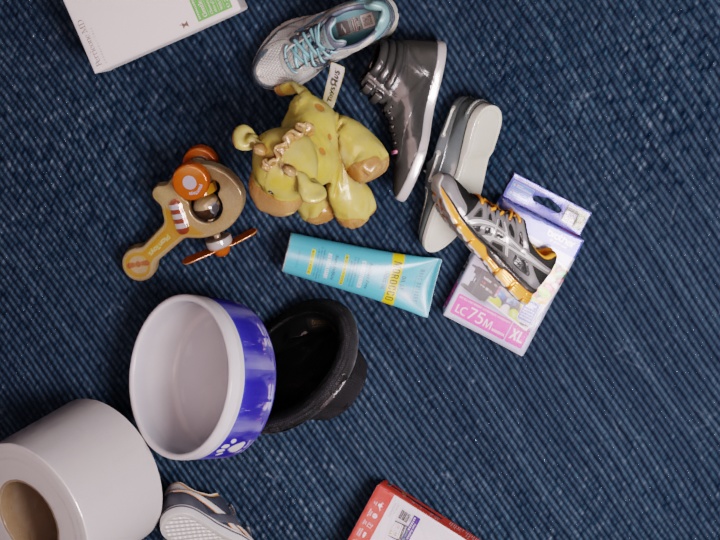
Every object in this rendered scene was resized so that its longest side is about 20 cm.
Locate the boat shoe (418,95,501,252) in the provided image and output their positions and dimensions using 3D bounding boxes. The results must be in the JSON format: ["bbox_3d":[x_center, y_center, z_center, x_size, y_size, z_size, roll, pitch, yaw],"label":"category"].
[{"bbox_3d":[0.114,-0.122,1.635,0.062,0.072,0.202,36,113,40],"label":"boat shoe"}]

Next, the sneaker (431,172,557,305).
[{"bbox_3d":[0.160,-0.051,1.587,0.077,0.078,0.200,-42,111,4],"label":"sneaker"}]

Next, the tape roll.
[{"bbox_3d":[-0.367,0.281,1.641,0.200,0.139,0.206,14,115,31],"label":"tape roll"}]

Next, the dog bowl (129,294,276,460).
[{"bbox_3d":[-0.198,0.133,1.622,0.198,0.078,0.204,-7,80,43],"label":"dog bowl"}]

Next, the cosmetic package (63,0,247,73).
[{"bbox_3d":[-0.249,-0.329,1.594,0.198,0.085,0.109,-24,101,6],"label":"cosmetic package"}]

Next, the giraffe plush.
[{"bbox_3d":[-0.070,-0.126,1.547,0.170,0.162,0.203,11,120,22],"label":"giraffe plush"}]

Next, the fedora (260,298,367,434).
[{"bbox_3d":[-0.062,0.135,1.650,0.201,0.201,0.091,-45,129,10],"label":"fedora"}]

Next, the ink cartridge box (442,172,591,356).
[{"bbox_3d":[0.199,-0.007,1.653,0.118,0.042,0.202,27,99,-2],"label":"ink cartridge box"}]

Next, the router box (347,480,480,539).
[{"bbox_3d":[0.055,0.407,1.700,0.178,0.049,0.202,29,94,12],"label":"router box"}]

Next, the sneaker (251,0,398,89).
[{"bbox_3d":[-0.049,-0.284,1.590,0.198,0.086,0.078,-28,97,7],"label":"sneaker"}]

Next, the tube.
[{"bbox_3d":[0.000,0.000,1.664,0.197,0.050,0.079,13,108,-5],"label":"tube"}]

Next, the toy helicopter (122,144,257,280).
[{"bbox_3d":[-0.223,-0.052,1.660,0.200,0.079,0.132,-41,105,20],"label":"toy helicopter"}]

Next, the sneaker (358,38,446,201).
[{"bbox_3d":[0.038,-0.191,1.605,0.098,0.071,0.203,11,94,-10],"label":"sneaker"}]

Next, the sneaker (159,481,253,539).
[{"bbox_3d":[-0.186,0.350,1.724,0.078,0.080,0.200,-34,122,12],"label":"sneaker"}]
